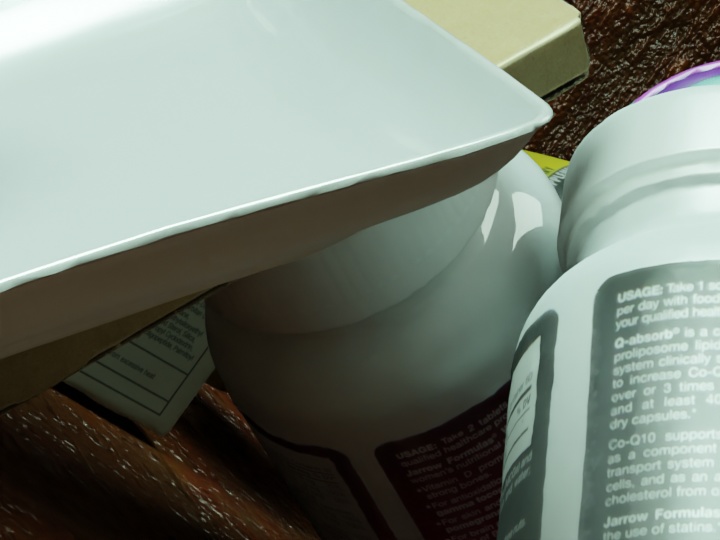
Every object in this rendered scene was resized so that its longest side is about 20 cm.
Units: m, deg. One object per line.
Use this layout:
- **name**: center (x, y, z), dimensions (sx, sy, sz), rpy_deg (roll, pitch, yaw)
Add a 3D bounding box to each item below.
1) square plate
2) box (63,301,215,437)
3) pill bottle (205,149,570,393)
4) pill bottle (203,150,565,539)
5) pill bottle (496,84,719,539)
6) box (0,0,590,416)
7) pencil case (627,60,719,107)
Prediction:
- **square plate**: center (-0.080, -0.025, 0.631), dimensions (0.200, 0.197, 0.029), rpy_deg (-136, -149, -62)
- **box**: center (-0.052, -0.059, 0.893), dimensions (0.095, 0.200, 0.078), rpy_deg (34, 4, -36)
- **pill bottle**: center (0.000, 0.000, 0.996), dimensions (0.199, 0.115, 0.114), rpy_deg (15, -7, 26)
- **pill bottle**: center (0.021, 0.028, 0.797), dimensions (0.110, 0.109, 0.200), rpy_deg (41, -15, 47)
- **pill bottle**: center (0.091, 0.061, 0.681), dimensions (0.116, 0.116, 0.201), rpy_deg (35, 49, -35)
- **box**: center (-0.064, -0.042, 0.724), dimensions (0.163, 0.199, 0.021), rpy_deg (40, -25, 50)
- **pencil case**: center (0.138, 0.021, 0.949), dimensions (0.092, 0.085, 0.200), rpy_deg (-2, -36, 14)
